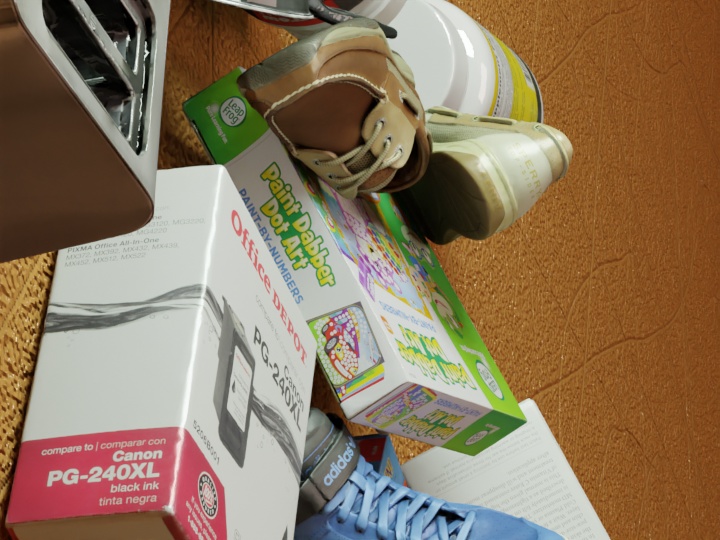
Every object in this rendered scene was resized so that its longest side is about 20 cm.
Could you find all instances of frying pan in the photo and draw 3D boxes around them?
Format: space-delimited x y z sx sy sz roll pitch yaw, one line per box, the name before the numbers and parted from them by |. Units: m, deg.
frying pan | -0.043 -0.140 1.316 0.115 0.189 0.031 35 -68 64

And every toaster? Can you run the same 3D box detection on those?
toaster | -0.152 -0.126 1.029 0.200 0.118 0.182 58 29 -55

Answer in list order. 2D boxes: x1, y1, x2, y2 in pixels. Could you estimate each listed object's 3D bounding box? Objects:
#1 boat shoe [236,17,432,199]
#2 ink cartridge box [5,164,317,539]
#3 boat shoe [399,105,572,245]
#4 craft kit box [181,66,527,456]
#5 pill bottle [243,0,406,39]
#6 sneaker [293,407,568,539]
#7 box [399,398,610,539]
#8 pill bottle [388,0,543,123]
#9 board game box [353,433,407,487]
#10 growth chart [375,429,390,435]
boat shoe | -0.002 -0.078 1.359 0.074 0.075 0.200 64 14 9
ink cartridge box | -0.087 0.072 1.219 0.146 0.083 0.201 64 25 -47
boat shoe | 0.061 -0.060 1.490 0.074 0.063 0.201 63 -11 -8
craft kit box | 0.000 0.000 1.430 0.198 0.048 0.200 64 15 17
pill bottle | -0.041 -0.200 1.437 0.200 0.115 0.117 40 45 -66
sneaker | 0.005 0.124 1.316 0.077 0.199 0.112 -52 129 -46
box | 0.104 0.199 1.601 0.201 0.097 0.124 62 -11 13
pill bottle | 0.041 -0.113 1.679 0.200 0.114 0.115 21 63 -71
board game box | 0.002 0.232 1.497 0.200 0.056 0.197 -75 152 -52
growth chart | -0.013 0.007 1.540 0.201 0.018 0.145 65 15 -2
